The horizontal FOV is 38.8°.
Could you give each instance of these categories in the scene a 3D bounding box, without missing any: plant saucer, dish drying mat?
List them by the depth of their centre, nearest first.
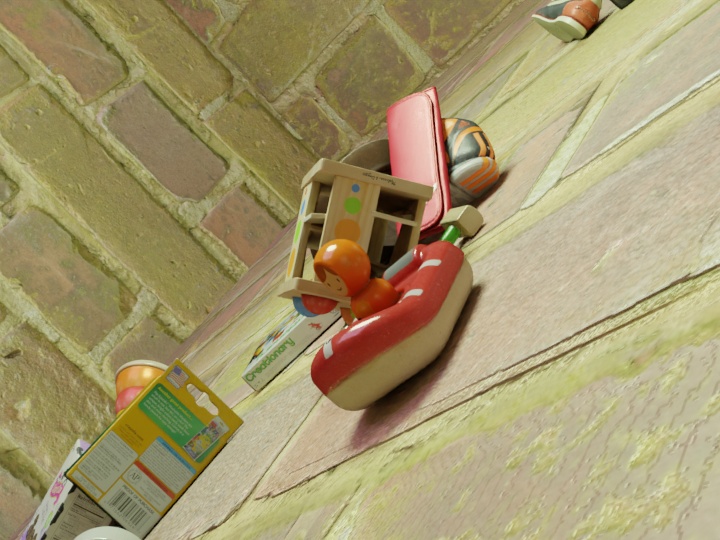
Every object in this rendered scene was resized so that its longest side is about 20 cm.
[{"bbox_3d":[0.070,-0.131,1.252,0.077,0.018,0.201,-22,58,31],"label":"dish drying mat"},{"bbox_3d":[0.018,-0.074,1.347,0.034,0.200,0.200,32,72,37],"label":"plant saucer"}]

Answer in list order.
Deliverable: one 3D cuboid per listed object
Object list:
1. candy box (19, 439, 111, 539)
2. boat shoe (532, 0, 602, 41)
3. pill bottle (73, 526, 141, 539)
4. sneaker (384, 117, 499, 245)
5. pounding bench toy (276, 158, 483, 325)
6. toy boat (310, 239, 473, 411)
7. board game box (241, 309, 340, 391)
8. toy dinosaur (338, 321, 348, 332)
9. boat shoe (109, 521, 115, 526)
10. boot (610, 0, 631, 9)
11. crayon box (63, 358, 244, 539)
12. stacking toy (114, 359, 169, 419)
[{"bbox_3d":[-0.402,0.350,1.387,0.200,0.071,0.168,-60,17,-2],"label":"candy box"},{"bbox_3d":[0.334,-0.414,1.653,0.063,0.071,0.200,-57,12,6],"label":"boat shoe"},{"bbox_3d":[-0.238,0.303,0.880,0.110,0.110,0.200,-45,8,5],"label":"pill bottle"},{"bbox_3d":[0.083,-0.117,1.300,0.200,0.078,0.112,-31,52,24],"label":"sneaker"},{"bbox_3d":[0.026,-0.013,1.113,0.124,0.199,0.157,159,123,-76],"label":"pounding bench toy"},{"bbox_3d":[0.010,0.027,0.913,0.130,0.131,0.200,-40,9,34],"label":"toy boat"},{"bbox_3d":[-0.080,0.077,1.462,0.200,0.035,0.126,-43,9,17],"label":"board game box"},{"bbox_3d":[0.000,0.000,1.263,0.088,0.047,0.201,136,144,-64],"label":"toy dinosaur"},{"bbox_3d":[-0.353,0.317,1.499,0.200,0.076,0.072,-40,8,28],"label":"boat shoe"},{"bbox_3d":[0.370,-0.502,1.464,0.069,0.200,0.188,-50,9,-33],"label":"boot"},{"bbox_3d":[-0.264,0.229,1.317,0.200,0.126,0.052,-48,9,-20],"label":"crayon box"},{"bbox_3d":[-0.421,0.285,1.950,0.146,0.146,0.200,-39,28,38],"label":"stacking toy"}]
